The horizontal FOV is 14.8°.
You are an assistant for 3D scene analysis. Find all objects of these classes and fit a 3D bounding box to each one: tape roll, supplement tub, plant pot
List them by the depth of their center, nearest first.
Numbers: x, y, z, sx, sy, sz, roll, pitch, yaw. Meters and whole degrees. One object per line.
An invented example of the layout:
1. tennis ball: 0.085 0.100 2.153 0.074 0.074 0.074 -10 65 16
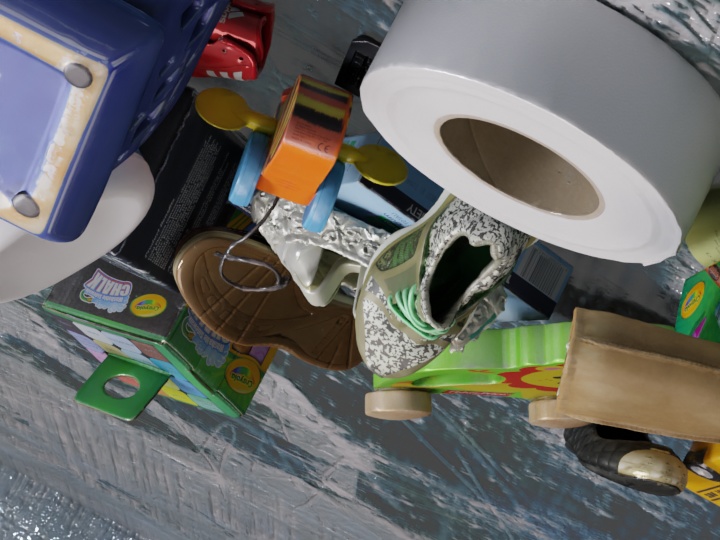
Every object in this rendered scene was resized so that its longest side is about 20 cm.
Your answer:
1. plant pot: -0.183 -0.146 1.481 0.199 0.180 0.200 27 136 -2
2. tape roll: 0.102 -0.084 1.523 0.201 0.071 0.203 25 163 8
3. supplement tub: -0.228 -0.097 1.674 0.201 0.144 0.145 60 170 14

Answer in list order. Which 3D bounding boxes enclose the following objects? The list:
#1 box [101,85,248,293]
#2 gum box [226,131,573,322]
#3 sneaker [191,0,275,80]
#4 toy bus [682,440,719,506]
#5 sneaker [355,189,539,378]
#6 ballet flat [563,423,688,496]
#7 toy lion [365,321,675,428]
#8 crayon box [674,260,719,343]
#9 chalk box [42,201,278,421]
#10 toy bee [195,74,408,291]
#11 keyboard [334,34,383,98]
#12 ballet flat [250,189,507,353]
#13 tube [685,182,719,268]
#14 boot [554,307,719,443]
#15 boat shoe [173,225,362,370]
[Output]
1. box: -0.199 -0.089 1.845 0.199 0.125 0.197 25 175 11
2. gum box: 0.024 -0.025 1.881 0.170 0.045 0.200 35 162 -22
3. sneaker: -0.117 -0.171 1.644 0.115 0.079 0.200 8 168 31
4. toy bus: 0.277 0.116 1.862 0.078 0.065 0.200 30 164 -6
5. sneaker: 0.044 0.010 1.679 0.077 0.089 0.200 33 133 -2
6. ballet flat: 0.184 0.118 1.936 0.066 0.057 0.200 22 -176 -13
7. toy lion: 0.120 0.061 1.851 0.199 0.069 0.192 3 169 -20
8. crayon box: 0.287 0.042 1.535 0.199 0.059 0.119 14 166 -11
9. chalk box: -0.133 0.022 2.001 0.124 0.201 0.124 16 161 36
10. toy bee: -0.047 -0.080 1.725 0.130 0.109 0.200 29 150 -25
11. keyboard: 0.072 -0.069 1.676 0.199 0.040 0.104 29 163 1
12. ballet flat: 0.000 0.000 1.802 0.199 0.072 0.072 20 163 27
13. tube: 0.248 -0.033 1.483 0.200 0.058 0.052 -11 98 61
14. boot: 0.205 0.079 1.503 0.199 0.067 0.175 9 154 4
15. boat shoe: -0.065 0.007 1.910 0.200 0.072 0.072 24 -156 -46
